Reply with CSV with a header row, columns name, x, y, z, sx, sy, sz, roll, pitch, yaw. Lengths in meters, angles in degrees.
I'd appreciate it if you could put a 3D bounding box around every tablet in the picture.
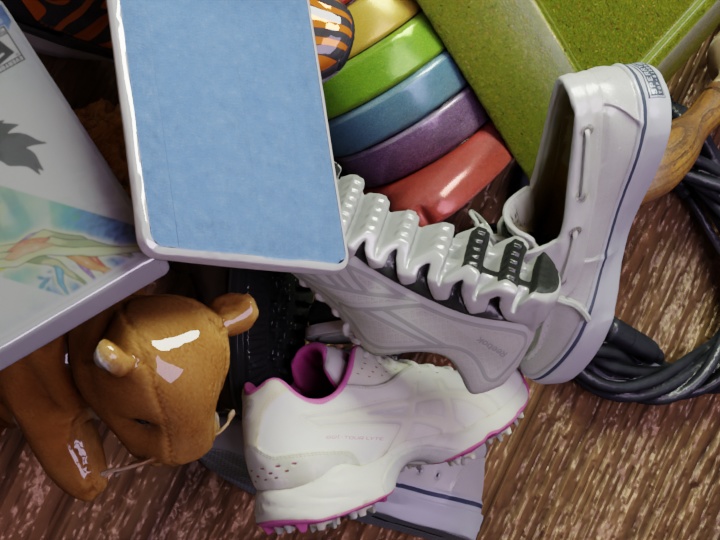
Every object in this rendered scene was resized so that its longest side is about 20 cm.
name,x,y,z,sx,sy,sz,roll,pitch,yaw
tablet,-0.070,-0.097,1.402,0.130,0.014,0.201,5,69,-40

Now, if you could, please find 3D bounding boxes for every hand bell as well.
name,x,y,z,sx,sy,sz,roll,pitch,yaw
hand bell,0.209,-0.096,1.680,0.200,0.104,0.104,-45,114,-33

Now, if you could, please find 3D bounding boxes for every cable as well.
name,x,y,z,sx,sy,sz,roll,pitch,yaw
cable,0.175,-0.001,1.714,0.163,0.051,0.201,-40,112,-24

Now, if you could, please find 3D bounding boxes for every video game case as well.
name,x,y,z,sx,sy,sz,roll,pitch,yaw
video game case,-0.220,-0.019,1.384,0.199,0.183,0.022,-30,151,-9

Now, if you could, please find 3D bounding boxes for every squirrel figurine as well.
name,x,y,z,sx,sy,sz,roll,pitch,yaw
squirrel figurine,-0.139,0.016,1.441,0.141,0.186,0.201,-12,99,-30

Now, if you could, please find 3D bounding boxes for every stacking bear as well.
name,x,y,z,sx,sy,sz,roll,pitch,yaw
stacking bear,-0.004,-0.130,1.568,0.114,0.121,0.201,-38,105,-26

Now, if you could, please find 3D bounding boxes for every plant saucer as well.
name,x,y,z,sx,sy,sz,roll,pitch,yaw
plant saucer,0.120,-0.173,1.579,0.200,0.048,0.201,-46,111,-37

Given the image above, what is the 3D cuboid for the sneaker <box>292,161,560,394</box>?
name,x,y,z,sx,sy,sz,roll,pitch,yaw
sneaker,0.000,0.000,1.470,0.199,0.075,0.081,24,118,5

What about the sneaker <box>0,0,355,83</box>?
name,x,y,z,sx,sy,sz,roll,pitch,yaw
sneaker,-0.099,-0.143,1.457,0.199,0.112,0.078,7,70,-2

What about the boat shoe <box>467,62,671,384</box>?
name,x,y,z,sx,sy,sz,roll,pitch,yaw
boat shoe,0.097,-0.021,1.518,0.086,0.075,0.203,-2,132,-24

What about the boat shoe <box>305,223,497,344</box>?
name,x,y,z,sx,sy,sz,roll,pitch,yaw
boat shoe,0.029,0.006,1.589,0.200,0.075,0.061,-6,91,-63

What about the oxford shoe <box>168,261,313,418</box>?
name,x,y,z,sx,sy,sz,roll,pitch,yaw
oxford shoe,-0.076,-0.016,1.544,0.073,0.084,0.201,8,75,-58

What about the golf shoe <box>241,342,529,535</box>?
name,x,y,z,sx,sy,sz,roll,pitch,yaw
golf shoe,0.015,0.071,1.531,0.199,0.075,0.092,-24,96,-44

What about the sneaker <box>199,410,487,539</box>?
name,x,y,z,sx,sy,sz,roll,pitch,yaw
sneaker,-0.010,0.099,1.601,0.199,0.073,0.071,21,72,-40
